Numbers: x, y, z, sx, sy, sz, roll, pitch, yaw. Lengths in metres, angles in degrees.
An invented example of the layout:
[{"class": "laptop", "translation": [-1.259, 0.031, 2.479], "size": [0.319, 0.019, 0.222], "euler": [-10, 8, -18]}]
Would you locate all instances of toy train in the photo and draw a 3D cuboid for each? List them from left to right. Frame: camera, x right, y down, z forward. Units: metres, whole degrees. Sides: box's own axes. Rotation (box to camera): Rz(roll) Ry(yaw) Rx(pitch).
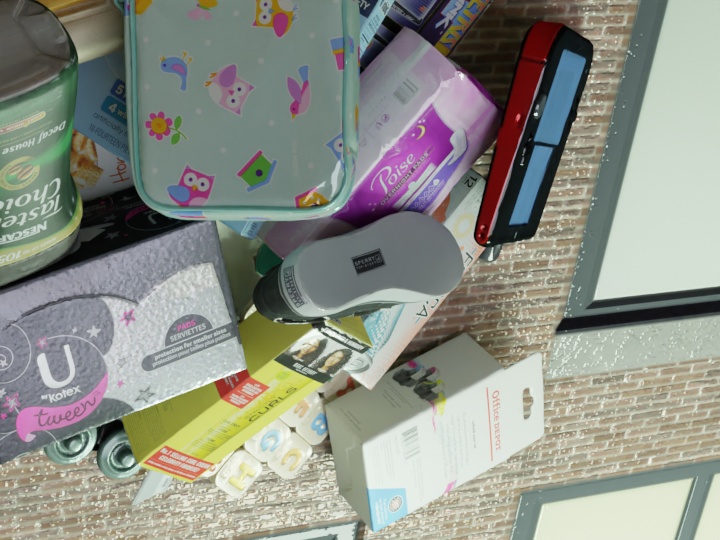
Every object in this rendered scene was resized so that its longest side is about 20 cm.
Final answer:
[{"class": "toy train", "translation": [-0.231, 0.093, 1.273], "size": [0.199, 0.085, 0.115], "euler": [23, 99, -37]}]

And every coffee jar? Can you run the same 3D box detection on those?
[{"class": "coffee jar", "translation": [-0.234, -0.076, 1.019], "size": [0.104, 0.086, 0.201], "euler": [-26, 153, -24]}]

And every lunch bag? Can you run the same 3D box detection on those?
[{"class": "lunch bag", "translation": [-0.081, -0.134, 1.034], "size": [0.158, 0.077, 0.203], "euler": [-1, 88, 5]}]

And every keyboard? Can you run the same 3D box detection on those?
[{"class": "keyboard", "translation": [-0.139, 0.114, 1.350], "size": [0.201, 0.011, 0.056], "euler": [-60, 162, 13]}]

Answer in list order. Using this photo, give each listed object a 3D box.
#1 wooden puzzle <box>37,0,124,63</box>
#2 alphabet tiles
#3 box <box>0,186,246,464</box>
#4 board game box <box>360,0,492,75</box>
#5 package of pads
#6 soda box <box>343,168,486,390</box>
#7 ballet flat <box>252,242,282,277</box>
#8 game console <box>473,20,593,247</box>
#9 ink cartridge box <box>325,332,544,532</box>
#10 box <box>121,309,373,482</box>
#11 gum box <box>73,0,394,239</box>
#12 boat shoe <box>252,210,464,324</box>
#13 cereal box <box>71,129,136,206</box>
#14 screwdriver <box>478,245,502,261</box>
[{"class": "wooden puzzle", "translation": [-0.247, -0.222, 1.021], "size": [0.183, 0.037, 0.202], "euler": [-21, 101, -24]}, {"class": "alphabet tiles", "translation": [-0.070, 0.103, 1.368], "size": [0.200, 0.015, 0.196], "euler": [-50, 141, -7]}, {"class": "box", "translation": [-0.200, 0.034, 1.152], "size": [0.198, 0.115, 0.134], "euler": [-20, 116, -19]}, {"class": "board game box", "translation": [-0.008, -0.181, 1.199], "size": [0.201, 0.057, 0.165], "euler": [-51, 145, 9]}, {"class": "package of pads", "translation": [0.013, -0.080, 1.207], "size": [0.200, 0.076, 0.120], "euler": [-48, 150, 7]}, {"class": "soda box", "translation": [0.038, -0.002, 1.335], "size": [0.201, 0.063, 0.068], "euler": [-52, 139, -1]}, {"class": "ballet flat", "translation": [-0.001, -0.054, 1.308], "size": [0.200, 0.072, 0.072], "euler": [-43, 130, 7]}, {"class": "game console", "translation": [0.143, -0.107, 1.271], "size": [0.200, 0.031, 0.179], "euler": [-9, 113, -73]}, {"class": "ink cartridge box", "translation": [0.072, 0.140, 1.456], "size": [0.198, 0.068, 0.116], "euler": [-25, 131, -22]}, {"class": "box", "translation": [-0.091, 0.088, 1.239], "size": [0.199, 0.050, 0.075], "euler": [-36, 145, 17]}, {"class": "gum box", "translation": [-0.097, -0.152, 1.099], "size": [0.201, 0.169, 0.045], "euler": [-58, 172, 0]}, {"class": "boat shoe", "translation": [0.000, 0.000, 1.168], "size": [0.056, 0.069, 0.199], "euler": [-23, 171, 40]}, {"class": "cereal box", "translation": [-0.208, -0.107, 1.176], "size": [0.198, 0.040, 0.145], "euler": [-20, 127, -16]}, {"class": "screwdriver", "translation": [0.134, -0.098, 1.371], "size": [0.029, 0.028, 0.202], "euler": [-23, 135, -53]}]
